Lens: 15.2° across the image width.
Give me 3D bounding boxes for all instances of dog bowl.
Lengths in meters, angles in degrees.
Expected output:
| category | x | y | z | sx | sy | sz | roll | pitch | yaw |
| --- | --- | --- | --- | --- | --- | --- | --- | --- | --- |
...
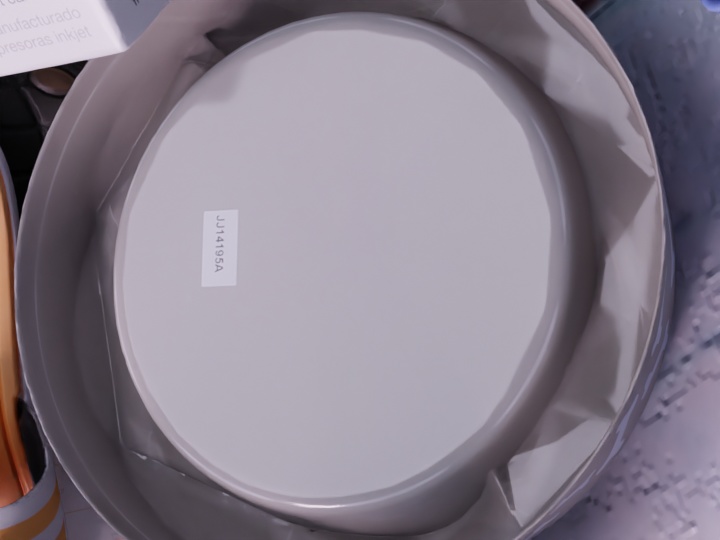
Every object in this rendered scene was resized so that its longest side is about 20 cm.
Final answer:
| category | x | y | z | sx | sy | sz | roll | pitch | yaw |
| --- | --- | --- | --- | --- | --- | --- | --- | --- | --- |
| dog bowl | 0.000 | 0.000 | 0.779 | 0.199 | 0.059 | 0.201 | -5 | 78 | 23 |

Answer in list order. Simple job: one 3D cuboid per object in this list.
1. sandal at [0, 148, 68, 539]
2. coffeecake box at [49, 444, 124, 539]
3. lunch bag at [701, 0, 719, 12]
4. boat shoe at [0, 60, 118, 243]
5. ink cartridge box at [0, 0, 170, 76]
| category | x | y | z | sx | sy | sz | roll | pitch | yaw |
| --- | --- | --- | --- | --- | --- | --- | --- | --- | --- |
| sandal | -0.131 | 0.054 | 0.803 | 0.059 | 0.079 | 0.208 | -107 | 12 | -73 |
| coffeecake box | -0.083 | 0.069 | 0.904 | 0.153 | 0.073 | 0.201 | -16 | 74 | 47 |
| lunch bag | 0.127 | -0.155 | 0.647 | 0.136 | 0.132 | 0.201 | 31 | 108 | 46 |
| boat shoe | -0.131 | 0.014 | 0.866 | 0.201 | 0.075 | 0.074 | -65 | 21 | 13 |
| ink cartridge box | -0.148 | -0.156 | 0.775 | 0.145 | 0.084 | 0.201 | -7 | 123 | 34 |
